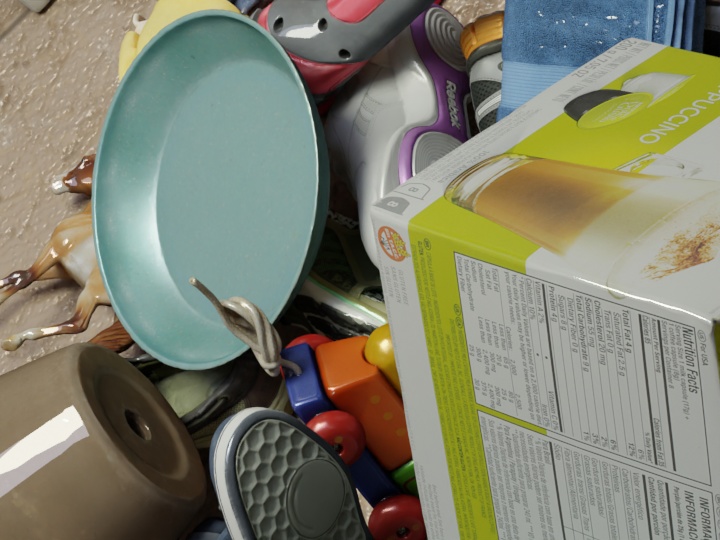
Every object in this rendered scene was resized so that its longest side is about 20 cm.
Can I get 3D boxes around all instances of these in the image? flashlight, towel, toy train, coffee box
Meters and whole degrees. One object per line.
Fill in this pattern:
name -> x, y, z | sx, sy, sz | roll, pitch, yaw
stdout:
flashlight -> 0.003, -0.157, 1.466 | 0.200, 0.068, 0.068 | -40, 51, 46
towel -> 0.122, -0.084, 1.403 | 0.111, 0.048, 0.201 | 8, 99, 30
toy train -> 0.013, 0.045, 1.376 | 0.116, 0.200, 0.085 | -31, 35, 9
coffee box -> 0.152, 0.035, 1.227 | 0.197, 0.200, 0.200 | 18, 40, 40

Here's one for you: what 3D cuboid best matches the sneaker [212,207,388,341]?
sneaker -> 0.000, 0.000, 1.500 | 0.089, 0.077, 0.200 | -45, 51, -15

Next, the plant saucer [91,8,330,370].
plant saucer -> -0.077, -0.044, 1.485 | 0.200, 0.036, 0.201 | -5, 84, 48

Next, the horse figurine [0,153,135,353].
horse figurine -> -0.166, 0.007, 1.608 | 0.132, 0.050, 0.200 | -33, 35, -11

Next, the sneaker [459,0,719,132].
sneaker -> 0.147, -0.110, 1.454 | 0.200, 0.078, 0.077 | -9, 74, 36

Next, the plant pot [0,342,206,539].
plant pot -> -0.182, 0.133, 1.460 | 0.174, 0.200, 0.200 | -38, 49, 15

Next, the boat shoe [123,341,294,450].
boat shoe -> -0.132, 0.081, 1.545 | 0.200, 0.066, 0.072 | -19, 56, 26

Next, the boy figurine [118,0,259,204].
boy figurine -> -0.093, -0.128, 1.593 | 0.124, 0.064, 0.201 | -1, 72, 37

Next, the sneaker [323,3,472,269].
sneaker -> 0.021, -0.060, 1.508 | 0.100, 0.075, 0.200 | -37, 31, 35

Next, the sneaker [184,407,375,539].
sneaker -> -0.058, 0.138, 1.377 | 0.146, 0.203, 0.077 | 13, 54, 43

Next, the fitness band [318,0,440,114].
fitness band -> -0.023, -0.175, 1.631 | 0.200, 0.037, 0.144 | -45, 51, 8

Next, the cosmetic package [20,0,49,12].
cosmetic package -> -0.231, -0.318, 1.770 | 0.200, 0.165, 0.165 | -46, 48, 4
